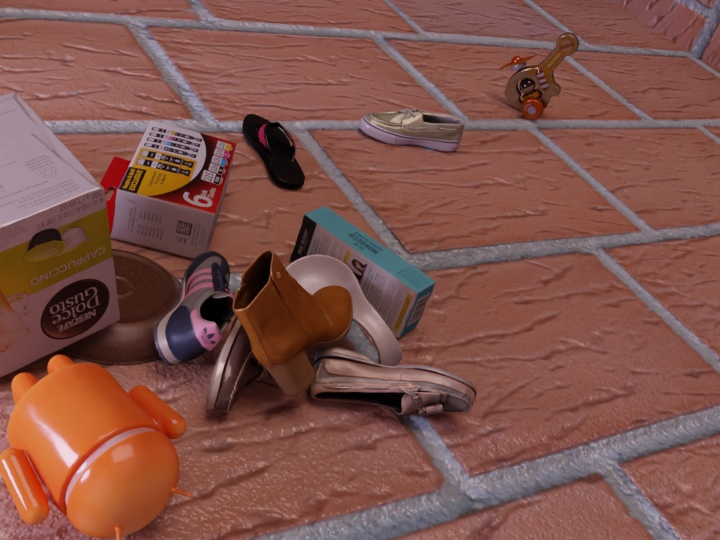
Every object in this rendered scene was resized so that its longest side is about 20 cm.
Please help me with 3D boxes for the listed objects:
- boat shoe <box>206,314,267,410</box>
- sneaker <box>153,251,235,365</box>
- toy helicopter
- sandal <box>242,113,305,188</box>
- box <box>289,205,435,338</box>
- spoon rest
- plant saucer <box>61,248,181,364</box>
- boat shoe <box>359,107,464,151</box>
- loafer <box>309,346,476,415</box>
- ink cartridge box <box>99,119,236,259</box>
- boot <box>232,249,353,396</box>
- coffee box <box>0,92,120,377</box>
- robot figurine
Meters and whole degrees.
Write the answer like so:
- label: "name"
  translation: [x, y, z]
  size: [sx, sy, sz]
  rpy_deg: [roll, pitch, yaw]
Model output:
- label: "boat shoe"
  translation: [-0.129, 0.092, 1.063]
  size: [0.059, 0.072, 0.200]
  rpy_deg: [22, 33, -6]
- label: "sneaker"
  translation: [-0.174, 0.037, 1.088]
  size: [0.082, 0.070, 0.200]
  rpy_deg: [-17, 30, 19]
- label: "toy helicopter"
  translation: [0.380, -0.427, 1.933]
  size: [0.132, 0.200, 0.079]
  rpy_deg: [40, 36, -1]
- label: "sandal"
  translation: [-0.137, -0.207, 1.498]
  size: [0.075, 0.045, 0.200]
  rpy_deg: [-2, 39, -29]
- label: "box"
  translation: [0.000, 0.000, 1.246]
  size: [0.200, 0.082, 0.049]
  rpy_deg: [36, 35, 21]
- label: "spoon rest"
  translation: [-0.024, 0.046, 1.179]
  size: [0.099, 0.061, 0.200]
  rpy_deg: [-34, 60, -27]
- label: "plant saucer"
  translation: [-0.295, 0.031, 1.094]
  size: [0.200, 0.037, 0.201]
  rpy_deg: [13, 34, -9]
- label: "boat shoe"
  translation: [0.097, -0.271, 1.693]
  size: [0.199, 0.062, 0.072]
  rpy_deg: [6, 36, -18]
- label: "loafer"
  translation: [0.037, 0.147, 1.083]
  size: [0.199, 0.072, 0.063]
  rpy_deg: [13, 51, 1]
- label: "ink cartridge box"
  translation: [-0.277, -0.120, 1.270]
  size: [0.175, 0.084, 0.200]
  rpy_deg: [14, 35, -8]
- label: "boot"
  translation: [-0.074, 0.032, 1.055]
  size: [0.071, 0.144, 0.201]
  rpy_deg: [-9, 31, 25]
- label: "coffee box"
  translation: [-0.392, -0.028, 0.951]
  size: [0.199, 0.198, 0.200]
  rpy_deg: [-27, 54, -32]
- label: "robot figurine"
  translation: [-0.250, 0.168, 0.854]
  size: [0.200, 0.117, 0.144]
  rpy_deg: [39, 11, 27]
